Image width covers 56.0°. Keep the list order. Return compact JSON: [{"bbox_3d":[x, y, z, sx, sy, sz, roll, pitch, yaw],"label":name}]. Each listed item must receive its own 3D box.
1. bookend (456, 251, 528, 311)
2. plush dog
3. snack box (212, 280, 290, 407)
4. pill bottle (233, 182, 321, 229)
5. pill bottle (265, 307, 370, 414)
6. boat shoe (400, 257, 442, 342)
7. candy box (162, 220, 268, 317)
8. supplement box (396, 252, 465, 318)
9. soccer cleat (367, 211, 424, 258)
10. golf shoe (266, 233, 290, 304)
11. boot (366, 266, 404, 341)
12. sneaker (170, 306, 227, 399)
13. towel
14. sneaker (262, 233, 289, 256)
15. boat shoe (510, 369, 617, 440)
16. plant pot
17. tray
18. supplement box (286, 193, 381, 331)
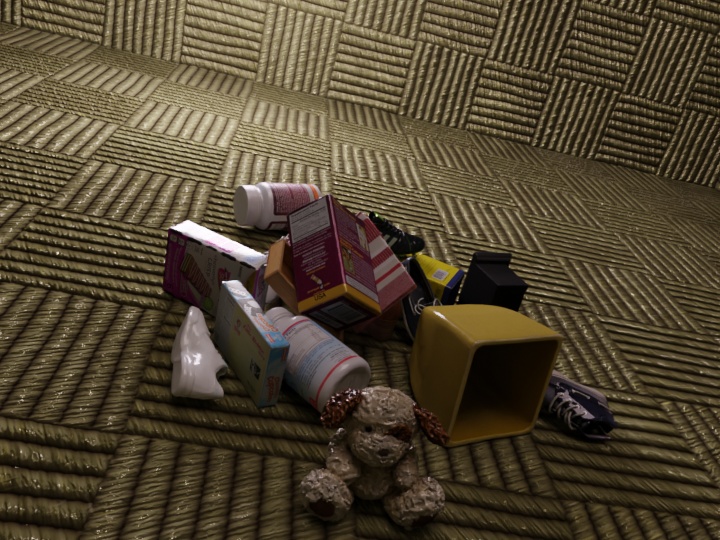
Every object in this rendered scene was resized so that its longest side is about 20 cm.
[{"bbox_3d":[0.275,0.098,1.311,0.091,0.202,0.199,1,28,-26],"label":"bookend"},{"bbox_3d":[0.024,0.236,0.926,0.198,0.173,0.161,10,26,-8],"label":"plush dog"},{"bbox_3d":[-0.185,0.116,1.117,0.037,0.117,0.200,-4,32,-35],"label":"snack box"},{"bbox_3d":[-0.202,-0.157,1.657,0.199,0.115,0.114,-2,30,-33],"label":"pill bottle"},{"bbox_3d":[-0.087,0.145,1.121,0.199,0.110,0.108,33,31,34],"label":"pill bottle"},{"bbox_3d":[0.124,0.071,1.335,0.074,0.062,0.202,-7,70,-32],"label":"boat shoe"},{"bbox_3d":[-0.269,0.009,1.262,0.199,0.137,0.061,23,28,17],"label":"candy box"},{"bbox_3d":[0.106,0.029,1.458,0.199,0.110,0.109,23,26,16],"label":"supplement box"},{"bbox_3d":[0.048,-0.077,1.421,0.198,0.082,0.068,6,26,-17],"label":"soccer cleat"},{"bbox_3d":[-0.140,-0.018,1.364,0.073,0.092,0.201,46,56,-23],"label":"golf shoe"},{"bbox_3d":[0.022,0.026,1.365,0.073,0.156,0.200,-8,34,-39],"label":"boot"},{"bbox_3d":[-0.257,0.139,1.103,0.088,0.076,0.201,19,29,-23],"label":"sneaker"},{"bbox_3d":[0.000,0.000,1.285,0.201,0.144,0.023,56,7,29],"label":"towel"},{"bbox_3d":[-0.177,-0.034,1.449,0.075,0.093,0.199,32,30,33],"label":"sneaker"},{"bbox_3d":[0.367,0.239,1.211,0.198,0.075,0.093,17,24,-12],"label":"boat shoe"},{"bbox_3d":[0.191,0.155,1.175,0.194,0.196,0.200,0,24,-29],"label":"plant pot"},{"bbox_3d":[-0.099,0.046,1.238,0.200,0.037,0.099,52,21,-31],"label":"tray"},{"bbox_3d":[-0.049,-0.012,1.214,0.131,0.103,0.202,34,40,-53],"label":"supplement box"}]
